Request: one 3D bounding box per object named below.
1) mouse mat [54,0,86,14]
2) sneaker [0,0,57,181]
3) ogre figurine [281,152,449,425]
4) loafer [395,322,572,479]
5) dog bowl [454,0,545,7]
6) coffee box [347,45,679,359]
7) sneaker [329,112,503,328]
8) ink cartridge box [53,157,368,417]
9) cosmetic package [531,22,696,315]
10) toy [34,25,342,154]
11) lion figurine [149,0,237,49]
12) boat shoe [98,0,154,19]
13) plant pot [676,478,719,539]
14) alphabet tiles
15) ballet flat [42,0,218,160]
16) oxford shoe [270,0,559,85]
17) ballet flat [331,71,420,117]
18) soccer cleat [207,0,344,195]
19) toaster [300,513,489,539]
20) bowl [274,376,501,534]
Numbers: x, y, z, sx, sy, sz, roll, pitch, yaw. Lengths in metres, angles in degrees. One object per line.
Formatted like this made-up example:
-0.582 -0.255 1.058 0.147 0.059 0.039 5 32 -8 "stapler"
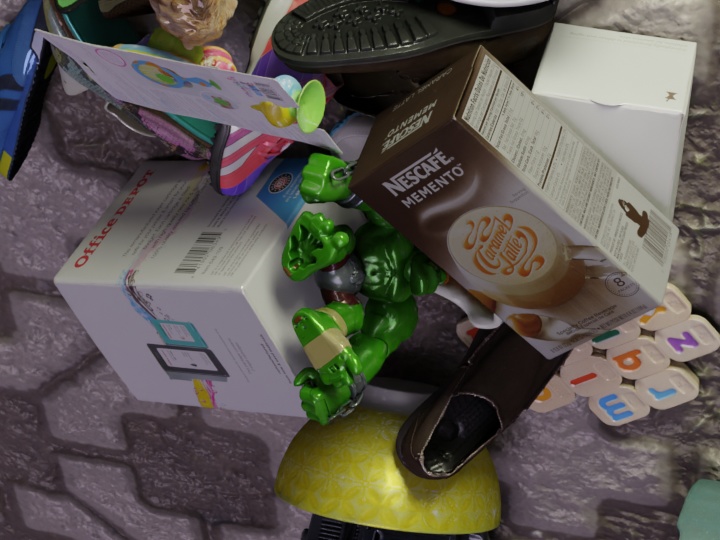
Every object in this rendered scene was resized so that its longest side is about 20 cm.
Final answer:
-0.147 -0.275 1.123 0.008 0.161 0.200 12 151 -42 "mouse mat"
-0.284 -0.153 1.355 0.078 0.066 0.200 29 137 -3 "sneaker"
0.000 0.000 1.251 0.098 0.120 0.200 -4 108 41 "ogre figurine"
0.110 0.094 1.363 0.073 0.071 0.200 36 97 -13 "loafer"
0.082 -0.269 1.081 0.200 0.079 0.200 11 136 11 "dog bowl"
0.105 -0.042 1.175 0.200 0.080 0.114 39 136 -19 "coffee box"
0.053 -0.041 1.317 0.200 0.081 0.077 41 136 -8 "sneaker"
-0.104 0.011 1.363 0.200 0.147 0.146 2 136 37 "ink cartridge box"
0.176 -0.069 1.241 0.107 0.085 0.200 11 136 10 "cosmetic package"
-0.111 -0.138 1.185 0.200 0.047 0.115 19 168 28 "toy"
-0.086 -0.249 1.103 0.072 0.123 0.200 5 132 -40 "lion figurine"
-0.112 -0.236 1.213 0.202 0.075 0.075 -15 93 36 "boat shoe"
0.362 0.269 1.446 0.196 0.200 0.200 12 137 22 "plant pot"
0.184 0.050 1.411 0.195 0.015 0.200 -26 120 38 "alphabet tiles"
-0.181 -0.144 1.315 0.071 0.069 0.200 -20 133 40 "ballet flat"
0.038 -0.152 1.177 0.200 0.073 0.085 -7 143 -10 "oxford shoe"
0.034 -0.126 1.265 0.200 0.046 0.067 22 139 4 "ballet flat"
-0.054 -0.126 1.248 0.073 0.068 0.200 27 123 4 "soccer cleat"
0.048 0.273 1.600 0.200 0.114 0.129 8 161 14 "toaster"
0.029 0.151 1.490 0.200 0.200 0.108 9 94 14 "bowl"
